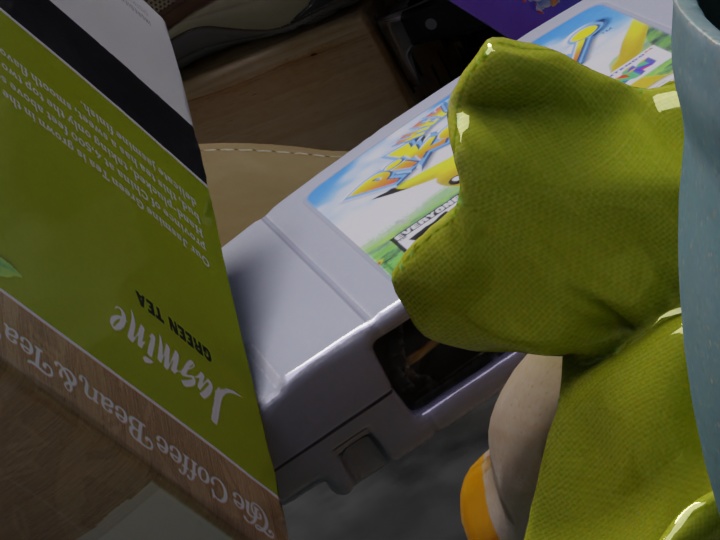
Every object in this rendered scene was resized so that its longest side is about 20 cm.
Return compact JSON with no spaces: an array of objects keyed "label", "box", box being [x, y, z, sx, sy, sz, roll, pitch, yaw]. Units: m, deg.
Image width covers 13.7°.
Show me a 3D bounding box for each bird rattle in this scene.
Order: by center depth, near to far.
[{"label":"bird rattle","box":[0.099,0.012,0.598,0.199,0.113,0.163,-12,-22,-25]}]

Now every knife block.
[{"label":"knife block","box":[-0.007,-0.058,1.000,0.200,0.064,0.175,-36,21,-20]}]

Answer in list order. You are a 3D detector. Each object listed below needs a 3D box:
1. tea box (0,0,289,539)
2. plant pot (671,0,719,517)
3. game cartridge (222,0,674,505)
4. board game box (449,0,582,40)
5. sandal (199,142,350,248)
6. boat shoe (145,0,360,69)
[{"label":"tea box","box":[-0.144,0.021,0.687,0.199,0.134,0.197,-33,43,18]},{"label":"plant pot","box":[0.138,0.034,0.431,0.199,0.135,0.200,4,16,-1]},{"label":"game cartridge","box":[0.043,-0.021,0.744,0.199,0.041,0.133,-34,14,-5]},{"label":"board game box","box":[0.025,-0.141,0.918,0.045,0.199,0.135,-61,-7,31]},{"label":"sandal","box":[0.002,0.003,0.854,0.210,0.070,0.078,-10,29,-15]},{"label":"boat shoe","box":[-0.076,-0.103,0.995,0.199,0.074,0.076,-23,21,15]}]
